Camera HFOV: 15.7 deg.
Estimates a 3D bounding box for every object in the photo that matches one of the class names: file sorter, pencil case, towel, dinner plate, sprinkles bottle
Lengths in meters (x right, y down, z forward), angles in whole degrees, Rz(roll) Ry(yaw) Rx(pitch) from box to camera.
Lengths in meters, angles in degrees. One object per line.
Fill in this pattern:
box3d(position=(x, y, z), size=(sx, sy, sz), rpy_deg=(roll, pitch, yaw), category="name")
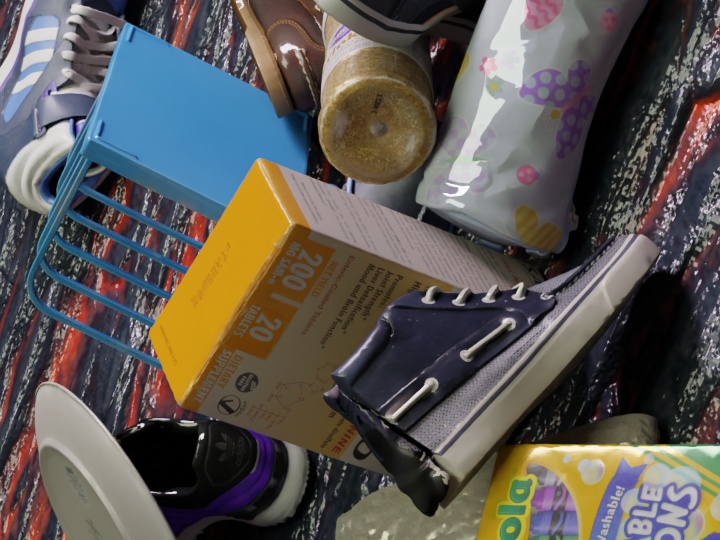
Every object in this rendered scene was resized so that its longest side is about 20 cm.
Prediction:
box3d(position=(-0.122, -0.043, 1.648), size=(0.123, 0.138, 0.200), rpy_deg=(-59, 11, 23), category="file sorter")
box3d(position=(0.102, -0.109, 1.475), size=(0.090, 0.083, 0.201), rpy_deg=(18, 89, 19), category="pencil case")
box3d(position=(0.072, 0.160, 1.384), size=(0.199, 0.034, 0.133), rpy_deg=(-19, 52, 27), category="towel")
box3d(position=(-0.158, 0.162, 1.639), size=(0.200, 0.024, 0.201), rpy_deg=(47, 153, 32), category="dinner plate")
box3d(position=(0.010, -0.117, 1.540), size=(0.068, 0.068, 0.200), rpy_deg=(-56, 13, 20), category="sprinkles bottle")

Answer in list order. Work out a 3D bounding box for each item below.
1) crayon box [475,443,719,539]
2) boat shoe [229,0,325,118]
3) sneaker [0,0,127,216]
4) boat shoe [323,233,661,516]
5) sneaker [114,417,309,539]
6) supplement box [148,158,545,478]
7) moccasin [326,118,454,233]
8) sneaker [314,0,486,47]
box3d(position=(0.122, 0.152, 1.290), size=(0.199, 0.052, 0.126), rpy_deg=(-4, 59, 37), category="crayon box")
box3d(position=(-0.046, -0.166, 1.728), size=(0.070, 0.071, 0.200), rpy_deg=(-24, 38, 0), category="boat shoe")
box3d(position=(-0.200, -0.135, 1.917), size=(0.146, 0.080, 0.201), rpy_deg=(44, 107, 44), category="sneaker")
box3d(position=(0.068, 0.029, 1.373), size=(0.200, 0.093, 0.075), rpy_deg=(-45, -10, -27), category="boat shoe")
box3d(position=(-0.128, 0.129, 1.661), size=(0.200, 0.099, 0.070), rpy_deg=(-22, 55, 47), category="sneaker")
box3d(position=(0.003, 0.036, 1.441), size=(0.126, 0.199, 0.074), rpy_deg=(-57, 33, 20), category="supplement box")
box3d(position=(0.000, 0.000, 1.563), size=(0.080, 0.068, 0.201), rpy_deg=(25, 97, 31), category="moccasin")
box3d(position=(0.038, -0.178, 1.508), size=(0.078, 0.200, 0.080), rpy_deg=(45, 113, 18), category="sneaker")
